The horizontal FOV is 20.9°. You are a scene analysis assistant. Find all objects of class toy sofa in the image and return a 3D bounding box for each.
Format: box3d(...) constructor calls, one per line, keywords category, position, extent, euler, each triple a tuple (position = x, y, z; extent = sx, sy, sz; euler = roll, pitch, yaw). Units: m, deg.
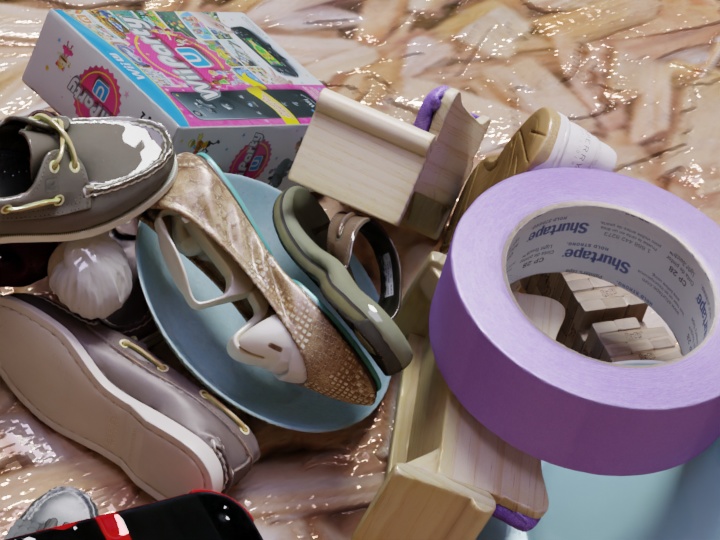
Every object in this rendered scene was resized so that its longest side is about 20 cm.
box3d(category="toy sofa", position=(0.023, -0.084, 1.333), extent=(0.083, 0.098, 0.200), euler=(24, 3, 10))
box3d(category="toy sofa", position=(0.063, 0.094, 1.234), extent=(0.097, 0.083, 0.200), euler=(20, 45, -10))

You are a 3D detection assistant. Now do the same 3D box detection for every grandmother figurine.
box3d(category="grandmother figurine", position=(-0.216, -0.030, 1.248), extent=(0.200, 0.061, 0.121), euler=(33, 78, 35))

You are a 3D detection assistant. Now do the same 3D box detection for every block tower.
box3d(category="block tower", position=(0.174, 0.051, 1.340), extent=(0.058, 0.054, 0.200), euler=(-6, 47, -22))

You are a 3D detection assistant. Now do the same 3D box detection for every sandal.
box3d(category="sandal", position=(0.001, 0.001, 1.241), extent=(0.057, 0.080, 0.201), euler=(-40, 33, 2))

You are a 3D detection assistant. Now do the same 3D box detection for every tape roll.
box3d(category="tape roll", position=(0.145, 0.028, 1.200), extent=(0.200, 0.066, 0.200), euler=(7, 45, -7))

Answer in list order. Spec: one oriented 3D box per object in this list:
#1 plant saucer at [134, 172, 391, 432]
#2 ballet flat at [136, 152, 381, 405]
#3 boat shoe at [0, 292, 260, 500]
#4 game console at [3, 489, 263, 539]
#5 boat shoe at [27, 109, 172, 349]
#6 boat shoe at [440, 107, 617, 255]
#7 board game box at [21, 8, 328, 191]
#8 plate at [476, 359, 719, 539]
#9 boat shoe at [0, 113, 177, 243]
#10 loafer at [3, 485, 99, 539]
box3d(category="plant saucer", position=(-0.069, 0.027, 1.281), extent=(0.201, 0.039, 0.201), euler=(24, 43, -25))
box3d(category="ballet flat", position=(-0.070, 0.018, 1.218), extent=(0.065, 0.071, 0.200), euler=(-36, 81, -25))
box3d(category="boat shoe", position=(-0.152, 0.074, 1.222), extent=(0.200, 0.072, 0.059), euler=(34, 38, 20))
box3d(category="game console", position=(-0.100, 0.218, 1.080), extent=(0.177, 0.031, 0.200), euler=(-12, 58, -38))
box3d(category="boat shoe", position=(-0.182, -0.030, 1.300), extent=(0.072, 0.072, 0.200), euler=(-23, 53, -3))
box3d(category="boat shoe", position=(0.113, -0.045, 1.336), extent=(0.069, 0.200, 0.071), euler=(22, 69, -11))
box3d(category="board game box", position=(-0.115, -0.119, 1.382), extent=(0.148, 0.064, 0.200), euler=(43, 29, 27))
box3d(category="plate", position=(0.168, 0.147, 1.216), extent=(0.200, 0.026, 0.201), euler=(-10, 56, 15))
box3d(category="boat shoe", position=(-0.200, -0.057, 1.155), extent=(0.201, 0.060, 0.072), euler=(-14, 62, -22))
box3d(category="loafer", position=(-0.182, 0.194, 1.096), extent=(0.072, 0.063, 0.200), euler=(13, 44, 0))
